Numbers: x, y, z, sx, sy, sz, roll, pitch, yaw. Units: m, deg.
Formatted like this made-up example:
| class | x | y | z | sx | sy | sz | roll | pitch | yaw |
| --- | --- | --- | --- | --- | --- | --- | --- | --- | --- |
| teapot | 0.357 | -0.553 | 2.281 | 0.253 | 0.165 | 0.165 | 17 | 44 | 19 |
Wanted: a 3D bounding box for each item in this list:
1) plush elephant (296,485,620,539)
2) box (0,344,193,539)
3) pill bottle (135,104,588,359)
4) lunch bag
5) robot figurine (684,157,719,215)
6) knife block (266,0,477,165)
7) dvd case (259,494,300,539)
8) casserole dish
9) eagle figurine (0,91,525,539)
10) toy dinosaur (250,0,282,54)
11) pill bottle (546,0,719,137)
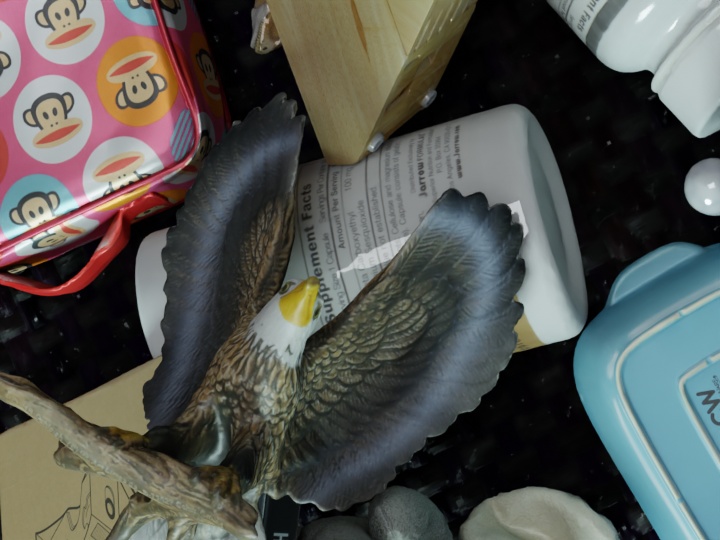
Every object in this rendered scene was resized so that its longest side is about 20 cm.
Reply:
| class | x | y | z | sx | sy | sz | roll | pitch | yaw |
| --- | --- | --- | --- | --- | --- | --- | --- | --- | --- |
| plush elephant | 0.041 | 0.177 | 0.938 | 0.154 | 0.200 | 0.166 | 9 | 106 | -5 |
| box | -0.122 | 0.138 | 0.971 | 0.200 | 0.021 | 0.164 | -25 | 66 | 53 |
| pill bottle | 0.000 | 0.000 | 0.968 | 0.199 | 0.114 | 0.115 | -15 | 84 | 14 |
| lunch bag | -0.169 | -0.075 | 1.034 | 0.199 | 0.082 | 0.177 | -21 | 83 | 13 |
| robot figurine | 0.226 | -0.041 | 0.863 | 0.169 | 0.200 | 0.114 | -7 | 86 | 16 |
| knife block | -0.022 | -0.170 | 0.901 | 0.175 | 0.064 | 0.200 | 39 | 137 | 12 |
| dvd case | -0.096 | 0.153 | 0.973 | 0.200 | 0.025 | 0.151 | 7 | 90 | 57 |
| casserole dish | 0.183 | 0.081 | 0.933 | 0.121 | 0.039 | 0.201 | -31 | 92 | 3 |
| eagle figurine | -0.035 | 0.035 | 0.856 | 0.151 | 0.200 | 0.152 | -15 | 115 | 40 |
| toy dinosaur | -0.067 | -0.205 | 0.969 | 0.106 | 0.060 | 0.201 | -1 | 122 | 13 |
| pill bottle | 0.127 | -0.166 | 0.940 | 0.114 | 0.114 | 0.200 | -43 | 79 | 10 |
